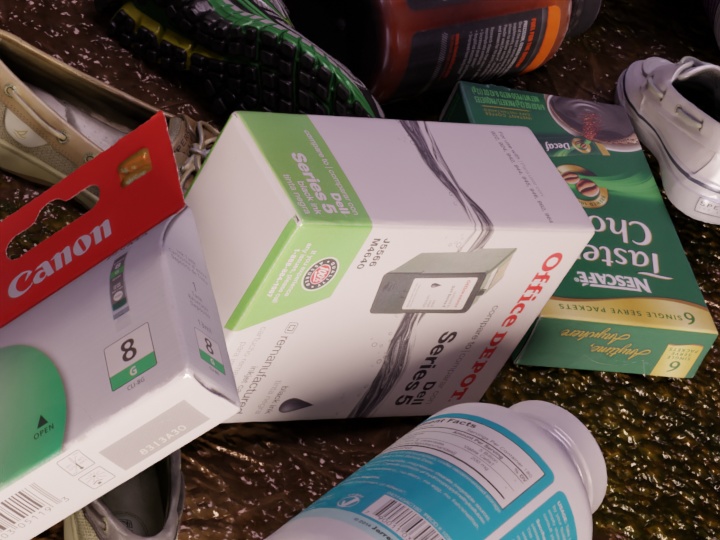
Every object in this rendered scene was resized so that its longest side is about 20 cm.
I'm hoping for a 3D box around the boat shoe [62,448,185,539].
[{"bbox_3d":[-0.121,0.076,1.196,0.071,0.066,0.201,4,45,-24],"label":"boat shoe"}]

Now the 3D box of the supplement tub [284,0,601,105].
[{"bbox_3d":[0.057,-0.165,1.516,0.199,0.107,0.107,-14,54,-38],"label":"supplement tub"}]

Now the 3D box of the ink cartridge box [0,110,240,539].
[{"bbox_3d":[-0.149,0.023,1.172,0.050,0.161,0.200,39,25,-46],"label":"ink cartridge box"}]

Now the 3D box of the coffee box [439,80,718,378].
[{"bbox_3d":[0.127,-0.025,1.450,0.122,0.044,0.200,7,44,-22],"label":"coffee box"}]

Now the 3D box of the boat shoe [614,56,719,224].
[{"bbox_3d":[0.212,-0.098,1.521,0.073,0.067,0.200,12,25,-17],"label":"boat shoe"}]

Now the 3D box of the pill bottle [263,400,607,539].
[{"bbox_3d":[0.039,0.135,1.183,0.111,0.111,0.200,41,42,17],"label":"pill bottle"}]

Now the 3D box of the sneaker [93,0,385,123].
[{"bbox_3d":[-0.059,-0.138,1.447,0.200,0.078,0.085,39,41,16],"label":"sneaker"}]

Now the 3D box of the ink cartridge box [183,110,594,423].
[{"bbox_3d":[0.000,0.000,1.258,0.199,0.146,0.084,0,45,-39],"label":"ink cartridge box"}]

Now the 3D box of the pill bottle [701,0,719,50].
[{"bbox_3d":[0.291,-0.183,1.652,0.112,0.113,0.200,8,43,-20],"label":"pill bottle"}]

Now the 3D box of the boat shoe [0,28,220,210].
[{"bbox_3d":[-0.130,-0.071,1.349,0.200,0.063,0.073,25,40,-1],"label":"boat shoe"}]
